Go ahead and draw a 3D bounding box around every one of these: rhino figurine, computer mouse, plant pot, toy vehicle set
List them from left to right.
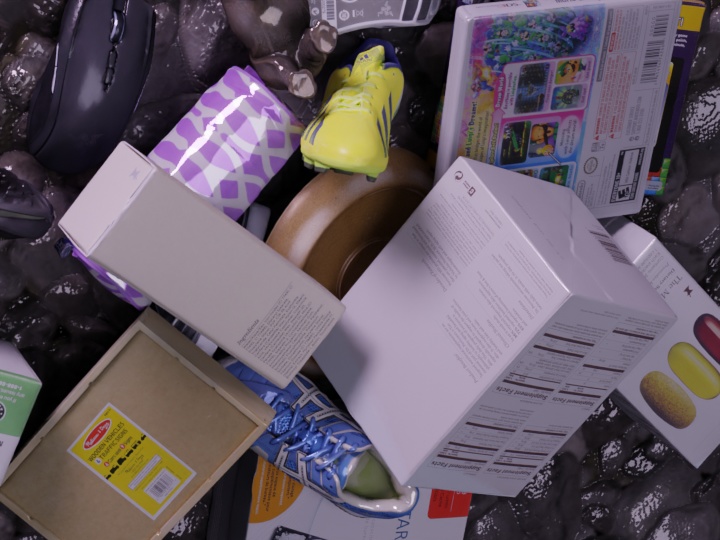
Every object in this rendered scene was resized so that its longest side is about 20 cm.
[{"bbox_3d":[-0.205,-0.167,1.534,0.140,0.046,0.200,18,101,-32],"label":"computer mouse"},{"bbox_3d":[-0.172,0.135,1.609,0.124,0.027,0.200,41,114,-6],"label":"toy vehicle set"},{"bbox_3d":[-0.080,-0.215,1.540,0.060,0.087,0.200,-29,97,-11],"label":"rhino figurine"},{"bbox_3d":[0.000,0.000,1.677,0.200,0.027,0.200,-25,131,-33],"label":"plant pot"},{"bbox_3d":[0.023,-0.219,1.610,0.200,0.044,0.110,-2,110,-5],"label":"computer mouse"}]

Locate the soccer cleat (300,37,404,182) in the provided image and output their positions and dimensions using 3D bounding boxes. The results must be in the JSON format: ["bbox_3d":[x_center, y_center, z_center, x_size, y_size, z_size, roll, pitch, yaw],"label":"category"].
[{"bbox_3d":[-0.003,-0.121,1.574,0.065,0.200,0.084,15,109,0],"label":"soccer cleat"}]

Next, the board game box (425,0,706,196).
[{"bbox_3d":[0.163,-0.149,1.718,0.200,0.057,0.165,3,106,-27],"label":"board game box"}]

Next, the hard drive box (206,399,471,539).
[{"bbox_3d":[-0.016,0.188,1.753,0.200,0.077,0.156,-1,111,-26],"label":"hard drive box"}]

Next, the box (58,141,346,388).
[{"bbox_3d":[-0.111,-0.002,1.534,0.200,0.068,0.082,38,91,-34],"label":"box"}]

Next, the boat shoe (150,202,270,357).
[{"bbox_3d":[-0.135,0.031,1.639,0.068,0.072,0.200,27,91,-6],"label":"boat shoe"}]

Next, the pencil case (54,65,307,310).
[{"bbox_3d":[-0.128,-0.061,1.592,0.200,0.085,0.084,-45,115,-3],"label":"pencil case"}]

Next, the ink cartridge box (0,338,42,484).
[{"bbox_3d":[-0.341,0.138,1.566,0.145,0.088,0.200,18,103,-31],"label":"ink cartridge box"}]

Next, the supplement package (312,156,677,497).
[{"bbox_3d":[0.097,0.047,1.630,0.151,0.152,0.200,12,124,-50],"label":"supplement package"}]

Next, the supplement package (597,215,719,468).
[{"bbox_3d":[0.238,0.053,1.803,0.114,0.110,0.200,-48,123,-1],"label":"supplement package"}]

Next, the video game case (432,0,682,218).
[{"bbox_3d":[0.148,-0.120,1.656,0.182,0.024,0.200,-8,127,-20],"label":"video game case"}]

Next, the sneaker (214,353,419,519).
[{"bbox_3d":[-0.034,0.125,1.633,0.200,0.077,0.076,33,81,-23],"label":"sneaker"}]

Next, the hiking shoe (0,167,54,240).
[{"bbox_3d":[-0.319,-0.023,1.529,0.200,0.076,0.101,0,117,-16],"label":"hiking shoe"}]
